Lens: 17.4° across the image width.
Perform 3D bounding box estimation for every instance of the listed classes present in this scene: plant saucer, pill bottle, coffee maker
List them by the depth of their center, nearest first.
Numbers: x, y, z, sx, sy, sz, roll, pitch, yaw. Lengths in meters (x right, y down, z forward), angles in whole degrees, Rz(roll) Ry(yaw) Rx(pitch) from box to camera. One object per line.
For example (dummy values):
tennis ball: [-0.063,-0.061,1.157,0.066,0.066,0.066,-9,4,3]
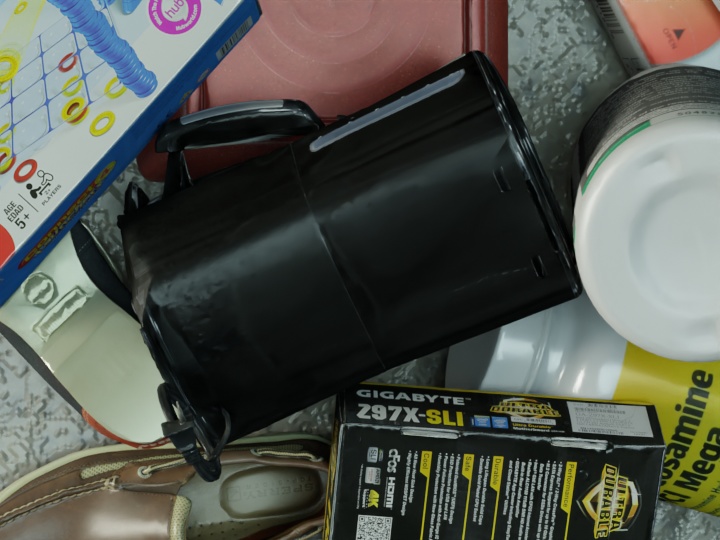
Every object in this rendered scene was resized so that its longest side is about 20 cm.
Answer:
coffee maker: [0.000,0.000,1.118,0.199,0.193,0.135,-23,139,6]
pill bottle: [0.157,-0.036,1.125,0.112,0.200,0.114,1,105,4]
plant saucer: [-0.015,-0.146,1.199,0.198,0.037,0.202,-1,94,-12]
pill bottle: [0.150,0.059,1.213,0.199,0.112,0.113,16,91,-13]

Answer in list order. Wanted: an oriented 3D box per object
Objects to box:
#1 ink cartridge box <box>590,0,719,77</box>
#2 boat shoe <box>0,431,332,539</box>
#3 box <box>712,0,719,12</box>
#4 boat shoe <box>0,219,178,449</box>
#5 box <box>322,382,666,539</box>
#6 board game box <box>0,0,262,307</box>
ink cartridge box: [0.224,-0.163,1.243,0.199,0.050,0.163,-31,101,-5]
boat shoe: [-0.099,0.122,1.183,0.201,0.075,0.075,-15,98,-11]
box: [0.244,-0.218,1.220,0.200,0.041,0.156,-42,104,-23]
boat shoe: [-0.154,0.006,1.166,0.071,0.063,0.200,-40,87,-1]
box: [0.058,0.159,1.164,0.158,0.049,0.201,3,113,-5]
board game box: [-0.185,-0.119,1.123,0.196,0.056,0.200,41,85,6]
